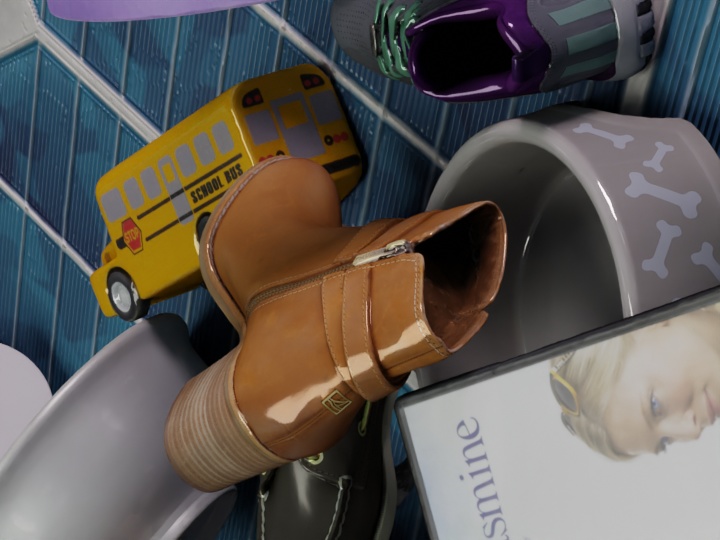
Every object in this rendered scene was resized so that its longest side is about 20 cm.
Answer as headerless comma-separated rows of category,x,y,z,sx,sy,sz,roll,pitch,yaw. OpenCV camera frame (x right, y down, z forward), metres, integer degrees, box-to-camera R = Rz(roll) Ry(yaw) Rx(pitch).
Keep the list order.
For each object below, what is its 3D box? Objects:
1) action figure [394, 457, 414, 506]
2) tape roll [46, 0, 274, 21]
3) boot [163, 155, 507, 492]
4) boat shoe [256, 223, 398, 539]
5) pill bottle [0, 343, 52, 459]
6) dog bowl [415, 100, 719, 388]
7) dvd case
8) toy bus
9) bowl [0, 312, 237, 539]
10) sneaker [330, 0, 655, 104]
action figure,-0.032,0.162,1.318,0.193,0.200,0.105,-16,84,26
tape roll,-0.044,-0.170,1.102,0.200,0.200,0.085,8,115,52
boot,0.000,0.000,1.126,0.155,0.200,0.074,-30,123,35
boat shoe,-0.020,0.074,1.220,0.072,0.061,0.202,-12,54,36
pill bottle,-0.266,0.122,1.641,0.113,0.112,0.200,61,144,11
dog bowl,0.089,0.023,1.103,0.200,0.059,0.201,7,98,60
dvd case,0.109,0.091,1.006,0.200,0.018,0.143,-21,81,37
toy bus,-0.078,-0.035,1.340,0.200,0.065,0.078,-27,85,56
bowl,-0.130,0.128,1.407,0.090,0.201,0.201,37,138,12
sneaker,0.033,-0.109,1.129,0.200,0.087,0.075,5,111,53
